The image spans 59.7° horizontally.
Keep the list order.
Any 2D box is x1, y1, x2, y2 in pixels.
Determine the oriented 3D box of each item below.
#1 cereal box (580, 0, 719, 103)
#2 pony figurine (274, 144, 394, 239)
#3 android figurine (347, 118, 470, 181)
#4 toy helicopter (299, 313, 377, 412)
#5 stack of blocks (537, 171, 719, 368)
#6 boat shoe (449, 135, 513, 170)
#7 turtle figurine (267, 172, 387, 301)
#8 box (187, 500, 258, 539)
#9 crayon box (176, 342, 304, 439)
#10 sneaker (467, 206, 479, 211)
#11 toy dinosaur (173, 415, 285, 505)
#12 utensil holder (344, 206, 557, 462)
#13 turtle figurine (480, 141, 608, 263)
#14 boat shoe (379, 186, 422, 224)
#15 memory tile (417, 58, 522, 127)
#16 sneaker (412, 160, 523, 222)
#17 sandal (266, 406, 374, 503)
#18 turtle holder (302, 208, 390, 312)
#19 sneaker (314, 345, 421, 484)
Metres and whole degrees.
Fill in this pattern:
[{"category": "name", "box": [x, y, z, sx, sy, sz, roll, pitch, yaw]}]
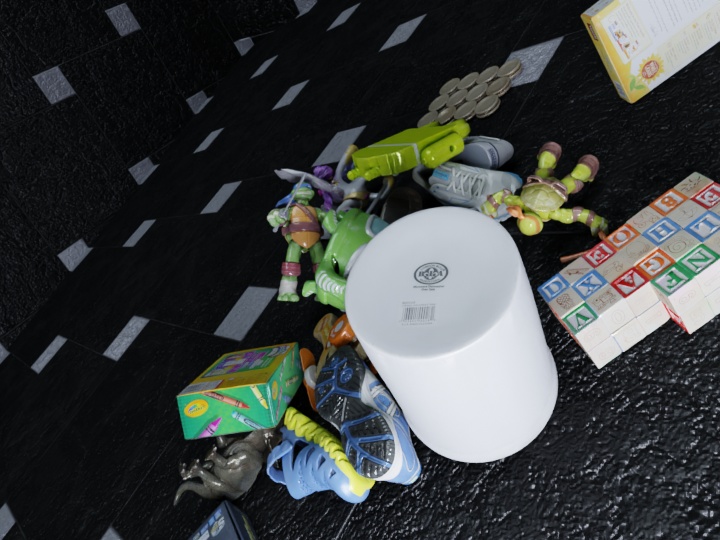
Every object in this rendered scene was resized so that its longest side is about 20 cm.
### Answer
[{"category": "cereal box", "box": [0.413, -0.343, 0.836, 0.199, 0.144, 0.040, -35, 28, 12]}, {"category": "pony figurine", "box": [-0.039, -0.143, 1.144, 0.191, 0.167, 0.201, 14, 56, 39]}, {"category": "android figurine", "box": [0.069, -0.182, 0.955, 0.199, 0.042, 0.181, -31, 24, -29]}, {"category": "toy helicopter", "box": [-0.040, 0.115, 0.894, 0.133, 0.079, 0.200, -52, 18, 3]}, {"category": "stack of blocks", "box": [0.291, 0.005, 0.617, 0.199, 0.059, 0.116, -38, 30, 10]}, {"category": "boat shoe", "box": [0.166, -0.180, 1.021, 0.065, 0.075, 0.199, -23, 22, -26]}, {"category": "turtle figurine", "box": [-0.074, -0.050, 0.990, 0.198, 0.143, 0.197, -1, 88, 35]}, {"category": "box", "box": [-0.191, 0.391, 0.717, 0.200, 0.051, 0.157, -47, 30, -6]}, {"category": "crayon box", "box": [-0.153, 0.156, 0.848, 0.117, 0.059, 0.200, -10, 7, 7]}, {"category": "sneaker", "box": [0.158, -0.003, 0.809, 0.082, 0.072, 0.202, -1, 46, 17]}, {"category": "toy dinosaur", "box": [-0.175, 0.266, 0.828, 0.200, 0.102, 0.077, -49, 21, 7]}, {"category": "utensil holder", "box": [0.091, 0.063, 0.598, 0.168, 0.201, 0.172, -13, 49, 15]}, {"category": "turtle figurine", "box": [0.223, -0.096, 0.784, 0.198, 0.065, 0.162, 14, 50, 32]}, {"category": "boat shoe", "box": [0.039, -0.032, 0.982, 0.202, 0.075, 0.072, -60, -1, -12]}, {"category": "memory tile", "box": [0.207, -0.333, 1.209, 0.199, 0.017, 0.154, 0, 51, 50]}, {"category": "sneaker", "box": [0.146, -0.122, 0.911, 0.199, 0.086, 0.076, 19, 91, 54]}, {"category": "sandal", "box": [-0.053, 0.232, 0.738, 0.088, 0.079, 0.199, -54, 22, -14]}, {"category": "turtle holder", "box": [0.004, -0.010, 0.844, 0.186, 0.130, 0.143, 72, -140, -80]}, {"category": "sneaker", "box": [0.005, 0.166, 0.720, 0.076, 0.077, 0.201, -44, 37, 12]}]
